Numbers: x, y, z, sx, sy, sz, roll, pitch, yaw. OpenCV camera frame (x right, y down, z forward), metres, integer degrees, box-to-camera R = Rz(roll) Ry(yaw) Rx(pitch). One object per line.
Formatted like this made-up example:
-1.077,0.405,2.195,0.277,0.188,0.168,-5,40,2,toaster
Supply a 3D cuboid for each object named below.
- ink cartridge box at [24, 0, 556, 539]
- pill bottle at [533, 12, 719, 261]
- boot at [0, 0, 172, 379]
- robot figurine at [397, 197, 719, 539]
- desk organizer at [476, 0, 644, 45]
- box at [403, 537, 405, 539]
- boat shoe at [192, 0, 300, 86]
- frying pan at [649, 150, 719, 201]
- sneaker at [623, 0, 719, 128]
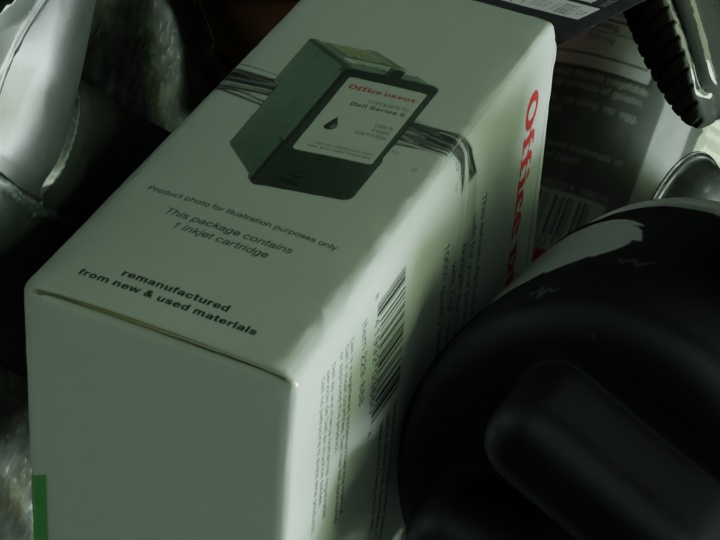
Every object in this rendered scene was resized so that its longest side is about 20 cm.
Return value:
-0.016,0.019,0.666,0.200,0.083,0.147,-52,154,-48,ink cartridge box
0.117,-0.071,0.921,0.201,0.113,0.114,-69,158,-8,pill bottle
-0.078,-0.048,0.645,0.166,0.065,0.200,-66,155,-5,boot
0.084,0.049,0.664,0.200,0.149,0.126,-37,113,-61,robot figurine
0.054,-0.131,0.805,0.200,0.071,0.078,168,-66,-80,desk organizer
0.001,0.107,0.864,0.098,0.123,0.201,78,33,-49,box
-0.016,-0.073,0.782,0.200,0.071,0.069,41,64,-67,boat shoe
0.138,0.017,0.851,0.190,0.031,0.116,14,90,-63,frying pan
0.131,-0.158,0.822,0.074,0.088,0.202,151,-73,-86,sneaker
